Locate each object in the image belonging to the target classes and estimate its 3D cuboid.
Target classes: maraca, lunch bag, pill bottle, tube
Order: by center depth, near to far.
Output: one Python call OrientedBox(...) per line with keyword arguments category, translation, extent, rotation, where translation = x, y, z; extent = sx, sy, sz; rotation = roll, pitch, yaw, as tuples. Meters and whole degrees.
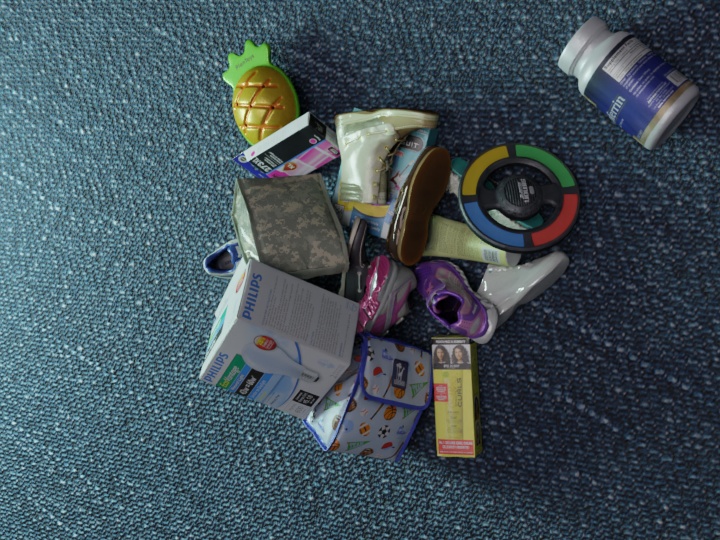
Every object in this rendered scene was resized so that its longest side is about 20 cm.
OrientedBox(category="pill bottle", translation=(0.405, -0.289, 1.501), extent=(0.200, 0.115, 0.116), rotation=(44, 109, 16))
OrientedBox(category="tube", translation=(0.177, -0.049, 1.649), extent=(0.198, 0.052, 0.058), rotation=(13, 59, 41))
OrientedBox(category="lunch bag", translation=(0.024, 0.210, 1.670), extent=(0.124, 0.168, 0.203), rotation=(40, 108, 51))
OrientedBox(category="lunch bag", translation=(-0.121, -0.058, 1.683), extent=(0.119, 0.161, 0.202), rotation=(106, 151, -46))
OrientedBox(category="maraca", translation=(-0.178, -0.312, 1.766), extent=(0.136, 0.107, 0.203), rotation=(-28, 82, 24))

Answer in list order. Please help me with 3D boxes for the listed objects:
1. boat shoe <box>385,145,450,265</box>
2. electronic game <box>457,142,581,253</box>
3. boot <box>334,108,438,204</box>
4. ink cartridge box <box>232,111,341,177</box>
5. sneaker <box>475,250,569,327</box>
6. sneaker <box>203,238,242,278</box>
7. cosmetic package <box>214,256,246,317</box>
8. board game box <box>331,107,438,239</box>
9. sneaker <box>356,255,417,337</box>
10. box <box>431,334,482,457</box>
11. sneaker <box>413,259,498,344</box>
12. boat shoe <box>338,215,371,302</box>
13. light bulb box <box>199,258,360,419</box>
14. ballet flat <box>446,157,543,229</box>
OrientedBox(category="boat shoe", translation=(0.088, -0.113, 1.635), extent=(0.070, 0.069, 0.203), rotation=(35, 107, 55))
OrientedBox(category="electronic game", translation=(0.253, -0.118, 1.572), extent=(0.195, 0.042, 0.204), rotation=(0, 62, 0))
OrientedBox(category="boot", translation=(0.044, -0.189, 1.640), extent=(0.197, 0.072, 0.158), rotation=(0, 93, 34))
OrientedBox(category="ink cartridge box", translation=(-0.129, -0.203, 1.742), extent=(0.198, 0.094, 0.038), rotation=(-23, 49, 36))
OrientedBox(category="sneaker", translation=(0.248, 0.015, 1.623), extent=(0.199, 0.075, 0.089), rotation=(-39, 67, 23))
OrientedBox(category="sneaker", translation=(-0.198, -0.032, 1.808), extent=(0.198, 0.088, 0.076), rotation=(-27, 81, 22))
OrientedBox(category="cosmetic package", translation=(-0.184, 0.072, 1.772), extent=(0.152, 0.051, 0.201), rotation=(57, 136, 25))
OrientedBox(category="board game box", translation=(0.038, -0.165, 1.713), extent=(0.149, 0.047, 0.204), rotation=(18, 101, 22))
OrientedBox(category="sneaker", translation=(0.039, 0.073, 1.686), extent=(0.202, 0.087, 0.082), rotation=(-63, 30, 29))
OrientedBox(category="box", translation=(0.164, 0.212, 1.682), extent=(0.074, 0.050, 0.205), rotation=(-1, 94, 23))
OrientedBox(category="sneaker", translation=(0.140, 0.044, 1.631), extent=(0.200, 0.087, 0.082), rotation=(45, 120, 45))
OrientedBox(category="boat shoe", translation=(0.000, 0.000, 1.718), extent=(0.061, 0.073, 0.203), rotation=(11, 119, 2))
OrientedBox(category="light bulb box", translation=(-0.133, 0.116, 1.608), extent=(0.197, 0.126, 0.199), rotation=(22, 138, -14))
OrientedBox(category="ballet flat", translation=(0.217, -0.111, 1.636), extent=(0.199, 0.071, 0.072), rotation=(41, 108, 18))
